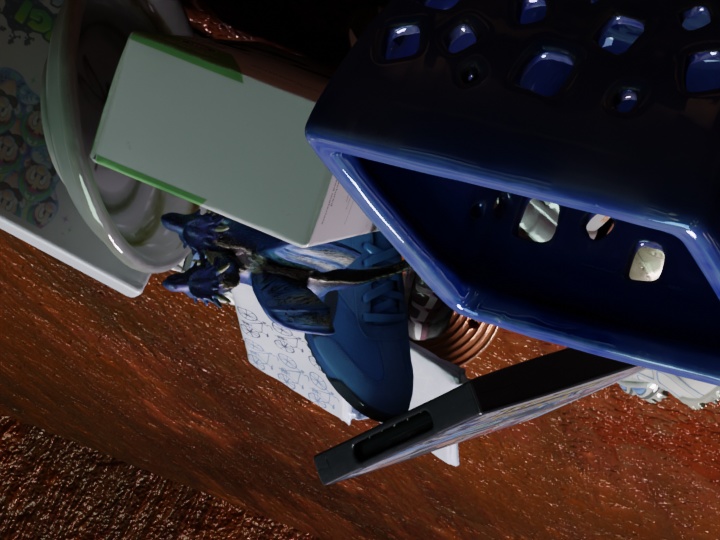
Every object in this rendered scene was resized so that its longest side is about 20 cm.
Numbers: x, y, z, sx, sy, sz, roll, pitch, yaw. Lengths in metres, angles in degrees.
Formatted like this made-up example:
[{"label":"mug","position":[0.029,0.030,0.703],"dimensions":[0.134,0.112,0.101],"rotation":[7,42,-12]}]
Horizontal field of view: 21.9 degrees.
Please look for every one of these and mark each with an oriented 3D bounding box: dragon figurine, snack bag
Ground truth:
[{"label":"dragon figurine","position":[-0.039,0.001,1.119],"dimensions":[0.198,0.059,0.099],"rotation":[14,-168,-26]},{"label":"snack bag","position":[-0.008,0.072,1.383],"dimensions":[0.199,0.021,0.189],"rotation":[29,157,14]}]

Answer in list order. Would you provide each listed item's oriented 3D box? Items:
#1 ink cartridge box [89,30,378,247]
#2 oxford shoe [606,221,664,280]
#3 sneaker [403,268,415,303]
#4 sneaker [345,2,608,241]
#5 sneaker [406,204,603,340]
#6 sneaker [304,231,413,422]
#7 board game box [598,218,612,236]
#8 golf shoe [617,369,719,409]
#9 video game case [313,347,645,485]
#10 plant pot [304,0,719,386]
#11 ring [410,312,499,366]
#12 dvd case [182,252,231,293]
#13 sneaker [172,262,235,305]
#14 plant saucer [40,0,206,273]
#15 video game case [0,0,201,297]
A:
[{"label":"ink cartridge box","position":[-0.049,-0.082,1.128],"dimensions":[0.145,0.085,0.200],"rotation":[22,-168,15]},{"label":"oxford shoe","position":[0.181,0.004,1.156],"dimensions":[0.074,0.071,0.200],"rotation":[33,153,8]},{"label":"sneaker","position":[0.085,0.014,1.420],"dimensions":[0.080,0.077,0.200],"rotation":[23,166,-17]},{"label":"sneaker","position":[0.078,-0.097,1.098],"dimensions":[0.200,0.080,0.074],"rotation":[39,-160,-7]},{"label":"sneaker","position":[0.098,-0.011,1.231],"dimensions":[0.114,0.076,0.201],"rotation":[14,140,1]},{"label":"sneaker","position":[0.000,0.000,1.234],"dimensions":[0.066,0.202,0.078],"rotation":[6,147,-41]},{"label":"board game box","position":[0.214,0.012,1.220],"dimensions":[0.199,0.032,0.121],"rotation":[5,127,52]},{"label":"golf shoe","position":[0.213,0.046,1.336],"dimensions":[0.097,0.079,0.200],"rotation":[34,161,-14]},{"label":"video game case","position":[0.095,0.083,1.196],"dimensions":[0.199,0.026,0.180],"rotation":[-14,170,-37]},{"label":"plant pot","position":[0.122,-0.075,0.866],"dimensions":[0.199,0.181,0.200],"rotation":[13,162,31]},{"label":"ring","position":[0.014,-0.009,1.341],"dimensions":[0.199,0.019,0.202],"rotation":[15,130,19]},{"label":"dvd case","position":[-0.049,-0.036,1.388],"dimensions":[0.142,0.018,0.201],"rotation":[25,139,1]},{"label":"sneaker","position":[-0.139,-0.028,1.622],"dimensions":[0.198,0.076,0.081],"rotation":[17,154,22]},{"label":"plant saucer","position":[-0.152,-0.097,1.154],"dimensions":[0.050,0.202,0.200],"rotation":[-6,154,19]},{"label":"video game case","position":[-0.196,-0.108,1.220],"dimensions":[0.199,0.183,0.024],"rotation":[29,159,-19]}]
